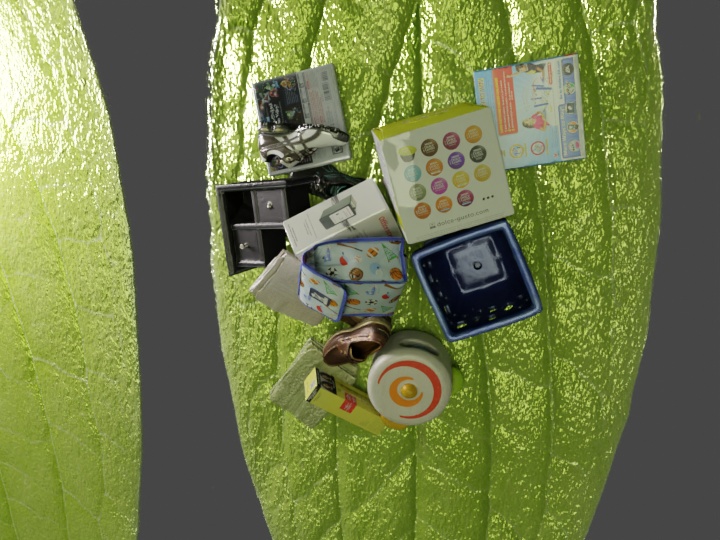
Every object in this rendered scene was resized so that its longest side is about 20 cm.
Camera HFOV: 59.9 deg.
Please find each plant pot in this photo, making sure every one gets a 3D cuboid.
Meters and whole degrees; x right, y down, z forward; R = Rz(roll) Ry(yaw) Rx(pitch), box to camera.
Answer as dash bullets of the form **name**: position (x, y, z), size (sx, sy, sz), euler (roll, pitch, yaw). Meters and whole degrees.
- **plant pot**: position (0.233, 0.004, 1.264), size (0.200, 0.180, 0.200), euler (-21, 100, 14)

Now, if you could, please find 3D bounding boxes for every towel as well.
- **towel**: position (-0.130, 0.042, 1.361), size (0.200, 0.034, 0.133), euler (27, 113, -36)
- **towel**: position (-0.110, 0.267, 1.467), size (0.148, 0.036, 0.200), euler (36, 106, -2)

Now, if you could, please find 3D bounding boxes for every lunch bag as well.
- **lunch bag**: position (-0.021, 0.019, 1.224), size (0.200, 0.170, 0.124), euler (1, 62, -8)

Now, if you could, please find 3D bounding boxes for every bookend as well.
- **bookend**: position (-0.192, -0.091, 1.320), size (0.199, 0.092, 0.200), euler (3, 104, 34)

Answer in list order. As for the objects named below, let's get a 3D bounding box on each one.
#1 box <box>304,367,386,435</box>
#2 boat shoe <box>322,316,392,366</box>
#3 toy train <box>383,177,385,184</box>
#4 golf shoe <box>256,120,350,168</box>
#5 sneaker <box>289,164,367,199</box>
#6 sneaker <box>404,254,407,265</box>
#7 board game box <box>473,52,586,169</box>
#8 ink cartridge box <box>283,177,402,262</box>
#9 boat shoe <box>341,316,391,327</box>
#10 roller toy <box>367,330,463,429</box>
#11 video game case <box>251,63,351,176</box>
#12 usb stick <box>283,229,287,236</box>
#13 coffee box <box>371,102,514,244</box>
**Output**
- **box**: position (-0.031, 0.296, 1.410), size (0.200, 0.075, 0.050), euler (31, 107, -19)
- **boat shoe**: position (-0.016, 0.165, 1.348), size (0.072, 0.068, 0.200), euler (38, 131, -23)
- **toy train**: position (0.133, -0.196, 1.299), size (0.150, 0.056, 0.200), euler (31, 104, -12)
- **golf shoe**: position (-0.115, -0.252, 1.266), size (0.200, 0.078, 0.095), euler (8, 99, 22)
- **sneaker**: position (-0.062, -0.183, 1.313), size (0.200, 0.079, 0.075), euler (15, 105, 15)
- **sneaker**: position (0.000, 0.000, 1.358), size (0.200, 0.073, 0.085), euler (6, 103, 7)
- **board game box**: position (0.331, -0.306, 1.230), size (0.196, 0.056, 0.200), euler (-6, 103, 12)
- **ink cartridge box**: position (-0.031, -0.080, 1.255), size (0.200, 0.146, 0.084), euler (-26, 65, 5)
- **boat shoe**: position (-0.013, 0.077, 1.370), size (0.200, 0.072, 0.072), euler (35, 153, -16)
- **roller toy**: position (0.106, 0.236, 1.362), size (0.200, 0.140, 0.183), euler (-29, 101, 15)
- **video game case**: position (-0.124, -0.313, 1.309), size (0.182, 0.023, 0.200), euler (-10, 92, 12)
- **usb stick**: position (-0.086, -0.087, 1.363), size (0.200, 0.033, 0.056), euler (11, 95, 12)
- **coffee box**: position (0.145, -0.190, 1.167), size (0.199, 0.200, 0.198), euler (-16, 108, 2)
